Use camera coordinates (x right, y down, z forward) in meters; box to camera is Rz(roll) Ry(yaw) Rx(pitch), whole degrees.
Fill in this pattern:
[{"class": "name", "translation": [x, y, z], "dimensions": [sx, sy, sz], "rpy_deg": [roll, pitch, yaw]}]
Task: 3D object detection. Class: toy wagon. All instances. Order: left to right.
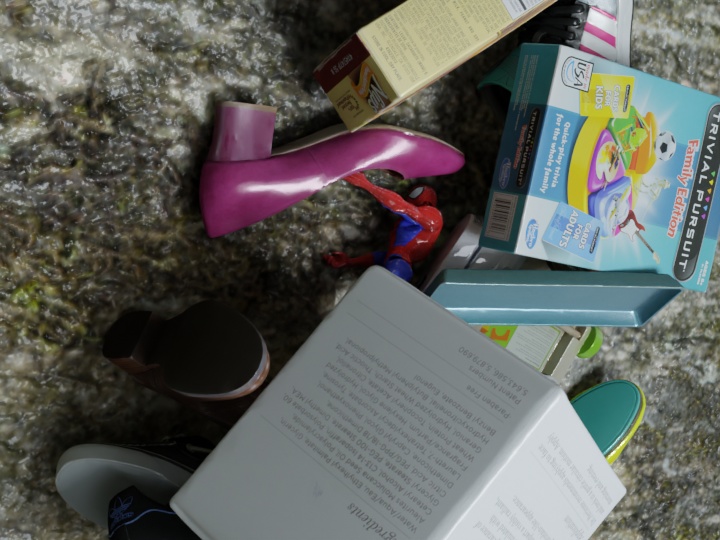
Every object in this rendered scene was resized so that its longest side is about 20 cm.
[{"class": "toy wagon", "translation": [0.117, 0.080, 1.104], "dimensions": [0.155, 0.040, 0.200], "rpy_deg": [31, 89, -36]}]

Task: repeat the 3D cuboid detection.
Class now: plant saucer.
[{"class": "plant saucer", "translation": [0.137, 0.020, 0.967], "dimensions": [0.200, 0.070, 0.019], "rpy_deg": [1, 63, -21]}]

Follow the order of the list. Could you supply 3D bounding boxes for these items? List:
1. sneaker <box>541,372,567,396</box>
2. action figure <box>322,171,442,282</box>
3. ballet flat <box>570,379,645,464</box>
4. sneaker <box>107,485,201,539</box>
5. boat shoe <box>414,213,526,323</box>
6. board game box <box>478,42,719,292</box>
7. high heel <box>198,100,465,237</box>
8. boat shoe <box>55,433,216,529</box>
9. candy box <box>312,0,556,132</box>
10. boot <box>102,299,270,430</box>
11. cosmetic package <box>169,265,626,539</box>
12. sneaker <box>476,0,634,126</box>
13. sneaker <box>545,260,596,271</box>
[{"class": "sneaker", "translation": [0.098, 0.151, 1.016], "dimensions": [0.146, 0.077, 0.202], "rpy_deg": [-14, 143, 4]}, {"class": "action figure", "translation": [0.000, 0.000, 0.967], "dimensions": [0.099, 0.065, 0.200], "rpy_deg": [25, 53, 1]}, {"class": "ballet flat", "translation": [0.180, 0.180, 1.174], "dimensions": [0.200, 0.067, 0.067], "rpy_deg": [-45, 146, -9]}, {"class": "sneaker", "translation": [-0.103, 0.205, 0.917], "dimensions": [0.070, 0.078, 0.200], "rpy_deg": [-30, 146, 14]}, {"class": "boat shoe", "translation": [0.056, 0.054, 1.017], "dimensions": [0.066, 0.072, 0.200], "rpy_deg": [33, 91, -6]}, {"class": "board game box", "translation": [0.194, -0.073, 0.983], "dimensions": [0.200, 0.047, 0.151], "rpy_deg": [10, 94, -33]}, {"class": "high heel", "translation": [-0.020, -0.062, 0.946], "dimensions": [0.200, 0.067, 0.096], "rpy_deg": [6, 93, -19]}, {"class": "boat shoe", "translation": [-0.130, 0.157, 0.955], "dimensions": [0.200, 0.064, 0.071], "rpy_deg": [23, 124, -30]}, {"class": "candy box", "translation": [0.073, -0.176, 0.886], "dimensions": [0.200, 0.115, 0.055], "rpy_deg": [-35, 96, -17]}, {"class": "boot", "translation": [-0.059, 0.095, 0.910], "dimensions": [0.200, 0.186, 0.064], "rpy_deg": [38, 73, -33]}, {"class": "cosmetic package", "translation": [0.028, 0.142, 0.815], "dimensions": [0.200, 0.165, 0.165], "rpy_deg": [-49, 142, -9]}, {"class": "sneaker", "translation": [0.144, -0.176, 1.007], "dimensions": [0.121, 0.084, 0.200], "rpy_deg": [-29, 122, -32]}, {"class": "sneaker", "translation": [0.211, -0.070, 1.100], "dimensions": [0.077, 0.082, 0.200], "rpy_deg": [51, 54, -15]}]
